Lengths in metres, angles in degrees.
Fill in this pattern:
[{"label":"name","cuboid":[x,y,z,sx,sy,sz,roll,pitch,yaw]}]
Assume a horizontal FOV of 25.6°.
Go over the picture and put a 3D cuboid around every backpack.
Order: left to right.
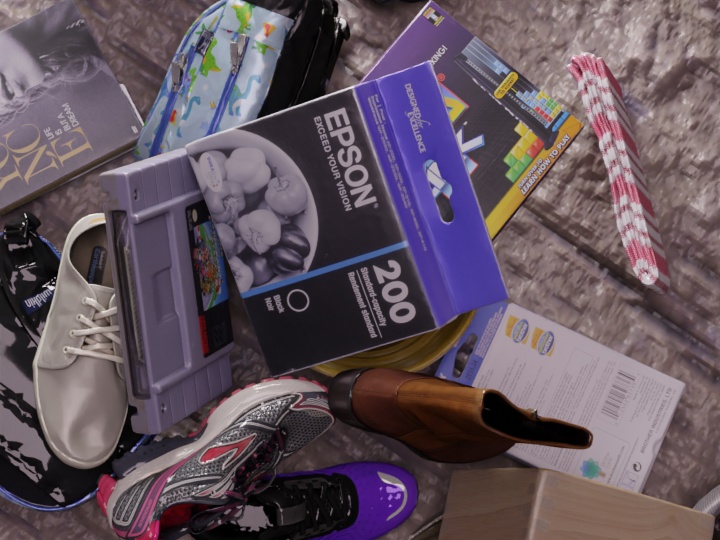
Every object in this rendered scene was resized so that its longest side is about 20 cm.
[{"label":"backpack","cuboid":[-0.259,0.092,1.279,0.200,0.147,0.183,42,76,4]},{"label":"backpack","cuboid":[-0.101,-0.136,1.328,0.153,0.163,0.201,8,88,8]}]

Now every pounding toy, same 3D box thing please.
[{"label":"pounding toy","cuboid":[0.183,0.246,1.231,0.200,0.184,0.143,18,77,-19]}]

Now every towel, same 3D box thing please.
[{"label":"towel","cuboid":[0.220,-0.077,1.330,0.030,0.146,0.201,-15,82,15]}]

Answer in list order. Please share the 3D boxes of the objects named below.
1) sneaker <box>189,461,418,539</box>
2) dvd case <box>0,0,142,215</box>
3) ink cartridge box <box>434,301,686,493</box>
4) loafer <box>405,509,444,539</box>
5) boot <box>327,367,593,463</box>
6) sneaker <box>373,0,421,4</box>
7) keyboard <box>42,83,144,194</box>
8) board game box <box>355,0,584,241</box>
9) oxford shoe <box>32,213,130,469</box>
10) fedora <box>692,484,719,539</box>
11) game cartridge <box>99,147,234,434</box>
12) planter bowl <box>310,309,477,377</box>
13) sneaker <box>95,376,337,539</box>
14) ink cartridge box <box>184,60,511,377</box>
[{"label":"sneaker","cuboid":[-0.049,0.198,1.295,0.200,0.100,0.070,-7,84,-3]},{"label":"dvd case","cuboid":[-0.306,-0.131,1.371,0.200,0.016,0.149,-28,77,-6]},{"label":"ink cartridge box","cuboid":[0.162,0.110,1.349,0.200,0.042,0.120,25,82,-1]},{"label":"loafer","cuboid":[0.044,0.264,1.305,0.200,0.070,0.075,-40,85,-7]},{"label":"boot","cuboid":[0.102,0.110,1.205,0.188,0.200,0.069,26,73,-33]},{"label":"sneaker","cuboid":[0.072,-0.310,1.399,0.200,0.078,0.112,-40,89,3]},{"label":"keyboard","cuboid":[-0.283,-0.094,1.377,0.200,0.011,0.056,-27,83,-6]},{"label":"board game box","cuboid":[0.056,-0.091,1.288,0.165,0.057,0.200,39,76,1]},{"label":"oxford shoe","cuboid":[-0.203,0.048,1.199,0.075,0.058,0.201,11,73,-22]},{"label":"fedora","cuboid":[0.339,0.270,1.305,0.177,0.090,0.200,-23,74,-8]},{"label":"game cartridge","cuboid":[-0.145,0.012,1.226,0.038,0.130,0.201,0,103,27]},{"label":"planter bowl","cuboid":[0.000,0.000,1.333,0.200,0.083,0.201,1,78,-6]},{"label":"sneaker","cuboid":[-0.101,0.155,1.229,0.200,0.081,0.075,-30,47,-14]},{"label":"ink cartridge box","cuboid":[-0.009,-0.036,1.217,0.200,0.043,0.199,-18,98,14]}]
